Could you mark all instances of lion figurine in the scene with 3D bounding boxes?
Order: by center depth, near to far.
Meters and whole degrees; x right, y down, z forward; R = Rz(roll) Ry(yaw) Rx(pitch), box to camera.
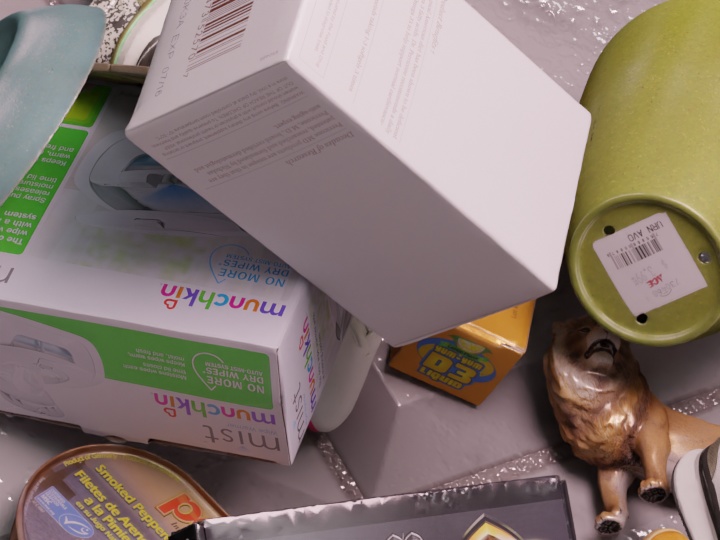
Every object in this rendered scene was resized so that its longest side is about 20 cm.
[{"bbox_3d":[0.191,0.106,1.581,0.200,0.072,0.123,27,38,-22],"label":"lion figurine"}]

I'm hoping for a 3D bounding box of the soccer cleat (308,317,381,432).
[{"bbox_3d":[0.000,0.000,1.547,0.086,0.070,0.200,-11,48,16],"label":"soccer cleat"}]

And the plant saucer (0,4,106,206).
[{"bbox_3d":[-0.209,-0.068,1.436,0.036,0.200,0.200,37,45,-19],"label":"plant saucer"}]

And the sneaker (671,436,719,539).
[{"bbox_3d":[0.243,0.160,1.441,0.076,0.115,0.201,2,58,-42],"label":"sneaker"}]

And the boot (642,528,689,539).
[{"bbox_3d":[0.196,0.221,1.345,0.071,0.144,0.201,12,72,-38],"label":"boot"}]

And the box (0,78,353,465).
[{"bbox_3d":[-0.107,-0.002,1.460,0.200,0.097,0.177,10,46,15],"label":"box"}]

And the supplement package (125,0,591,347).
[{"bbox_3d":[0.003,-0.071,1.355,0.200,0.117,0.117,39,48,-30],"label":"supplement package"}]

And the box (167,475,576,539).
[{"bbox_3d":[0.020,0.207,1.302,0.200,0.050,0.199,-4,77,-25],"label":"box"}]

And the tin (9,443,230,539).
[{"bbox_3d":[-0.095,0.173,1.402,0.200,0.042,0.112,44,53,17],"label":"tin"}]

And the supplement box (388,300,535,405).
[{"bbox_3d":[0.072,-0.020,1.616,0.066,0.069,0.200,26,45,-11],"label":"supplement box"}]

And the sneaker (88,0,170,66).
[{"bbox_3d":[-0.126,-0.182,1.657,0.089,0.077,0.200,23,44,7],"label":"sneaker"}]

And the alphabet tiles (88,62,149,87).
[{"bbox_3d":[-0.052,-0.091,1.512,0.200,0.167,0.008,12,87,-44],"label":"alphabet tiles"}]

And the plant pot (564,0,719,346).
[{"bbox_3d":[0.189,-0.040,1.574,0.187,0.187,0.200,34,32,4],"label":"plant pot"}]
